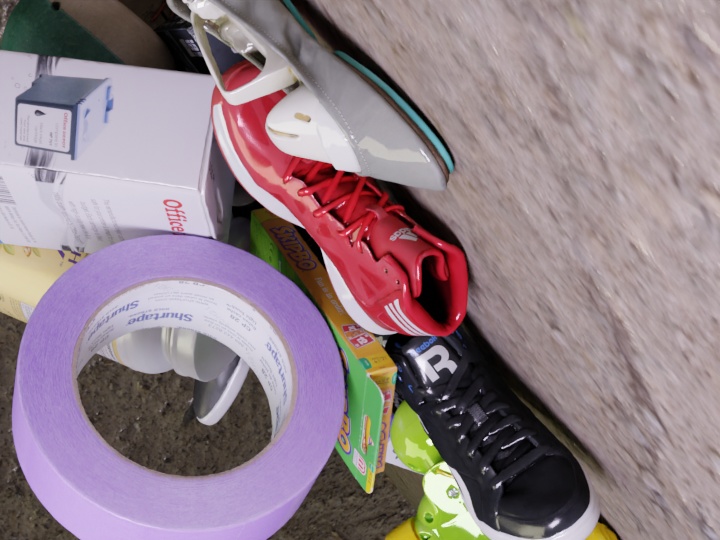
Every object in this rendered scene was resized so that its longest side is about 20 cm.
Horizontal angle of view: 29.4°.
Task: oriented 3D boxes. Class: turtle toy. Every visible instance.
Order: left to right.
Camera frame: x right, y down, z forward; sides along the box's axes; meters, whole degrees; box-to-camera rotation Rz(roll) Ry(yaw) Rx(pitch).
[{"bbox_3d":[0.093,0.176,1.012,0.200,0.146,0.101,54,-165,-2],"label":"turtle toy"}]

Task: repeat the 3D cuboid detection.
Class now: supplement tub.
[{"bbox_3d":[-0.182,-0.009,1.037,0.200,0.146,0.145,21,164,15],"label":"supplement tub"}]

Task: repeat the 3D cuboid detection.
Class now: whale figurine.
[{"bbox_3d":[-0.191,-0.128,1.020,0.159,0.104,0.200,36,168,27],"label":"whale figurine"}]

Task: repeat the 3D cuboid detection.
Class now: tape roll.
[{"bbox_3d":[-0.113,0.078,0.854,0.200,0.200,0.066,51,148,16],"label":"tape roll"}]

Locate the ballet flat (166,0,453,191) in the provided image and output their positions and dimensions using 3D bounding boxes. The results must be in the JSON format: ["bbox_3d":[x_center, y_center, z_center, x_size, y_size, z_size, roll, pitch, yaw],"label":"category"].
[{"bbox_3d":[-0.033,-0.094,0.705,0.200,0.064,0.067,49,173,28],"label":"ballet flat"}]

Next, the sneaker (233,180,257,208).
[{"bbox_3d":[-0.109,-0.107,1.184,0.200,0.073,0.112,58,-179,38],"label":"sneaker"}]

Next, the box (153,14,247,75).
[{"bbox_3d":[-0.072,-0.113,0.956,0.160,0.044,0.200,56,173,-17],"label":"box"}]

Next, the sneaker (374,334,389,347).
[{"bbox_3d":[-0.001,0.050,1.137,0.200,0.088,0.076,44,168,48],"label":"sneaker"}]

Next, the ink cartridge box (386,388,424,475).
[{"bbox_3d":[0.017,0.110,1.168,0.200,0.043,0.198,22,-167,-34],"label":"ink cartridge box"}]

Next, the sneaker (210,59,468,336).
[{"bbox_3d":[0.001,-0.043,0.802,0.200,0.078,0.115,50,162,-21],"label":"sneaker"}]

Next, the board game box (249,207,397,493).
[{"bbox_3d":[-0.027,0.050,0.928,0.200,0.030,0.096,-124,30,-44],"label":"board game box"}]

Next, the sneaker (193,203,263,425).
[{"bbox_3d":[-0.137,0.028,1.154,0.099,0.200,0.071,12,-172,-28],"label":"sneaker"}]

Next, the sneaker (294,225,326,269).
[{"bbox_3d":[0.000,0.000,1.026,0.090,0.070,0.200,35,178,-23],"label":"sneaker"}]

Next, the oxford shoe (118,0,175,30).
[{"bbox_3d":[-0.157,-0.196,1.070,0.075,0.070,0.200,27,156,20],"label":"oxford shoe"}]

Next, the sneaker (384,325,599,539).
[{"bbox_3d":[0.068,0.094,0.876,0.112,0.073,0.200,55,175,-30],"label":"sneaker"}]

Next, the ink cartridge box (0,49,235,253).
[{"bbox_3d":[-0.188,-0.071,0.899,0.146,0.200,0.086,92,-176,-70],"label":"ink cartridge box"}]
